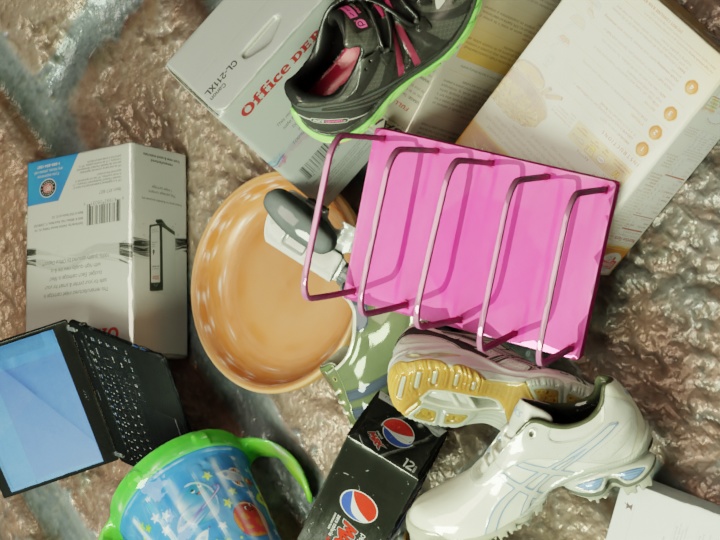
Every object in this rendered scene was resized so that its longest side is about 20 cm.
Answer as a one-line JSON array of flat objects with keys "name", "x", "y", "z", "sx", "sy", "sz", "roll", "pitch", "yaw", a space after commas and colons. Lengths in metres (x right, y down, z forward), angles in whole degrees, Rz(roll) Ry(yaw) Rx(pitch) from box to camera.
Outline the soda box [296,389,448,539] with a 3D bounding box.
[{"name": "soda box", "x": 0.001, "y": 0.194, "z": 1.402, "sx": 0.070, "sy": 0.063, "sz": 0.201, "roll": 31, "pitch": 133, "yaw": 7}]

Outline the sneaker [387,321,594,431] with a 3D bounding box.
[{"name": "sneaker", "x": 0.120, "y": 0.086, "z": 1.348, "sx": 0.088, "sy": 0.199, "sz": 0.076, "roll": -86, "pitch": 17, "yaw": -59}]

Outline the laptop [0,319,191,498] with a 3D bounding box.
[{"name": "laptop", "x": -0.256, "y": 0.146, "z": 1.581, "sx": 0.199, "sy": 0.103, "sz": 0.178, "roll": 18, "pitch": 137, "yaw": 36}]

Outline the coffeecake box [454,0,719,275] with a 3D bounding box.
[{"name": "coffeecake box", "x": 0.192, "y": -0.122, "z": 1.357, "sx": 0.154, "sy": 0.073, "sz": 0.200, "roll": 48, "pitch": 111, "yaw": 29}]

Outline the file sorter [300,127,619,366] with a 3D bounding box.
[{"name": "file sorter", "x": 0.072, "y": -0.019, "z": 1.288, "sx": 0.199, "sy": 0.125, "sz": 0.140, "roll": 14, "pitch": 99, "yaw": 19}]

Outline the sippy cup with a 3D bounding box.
[{"name": "sippy cup", "x": -0.132, "y": 0.232, "z": 1.505, "sx": 0.178, "sy": 0.139, "sz": 0.131, "roll": -50, "pitch": 55, "yaw": 18}]

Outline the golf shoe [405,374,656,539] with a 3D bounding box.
[{"name": "golf shoe", "x": 0.118, "y": 0.138, "z": 1.293, "sx": 0.199, "sy": 0.098, "sz": 0.078, "roll": -22, "pitch": 25, "yaw": 3}]

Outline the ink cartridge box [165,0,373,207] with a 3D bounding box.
[{"name": "ink cartridge box", "x": -0.048, "y": -0.162, "z": 1.443, "sx": 0.146, "sy": 0.200, "sz": 0.083, "roll": -47, "pitch": 58, "yaw": 1}]

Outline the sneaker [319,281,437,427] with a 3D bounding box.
[{"name": "sneaker", "x": 0.009, "y": 0.095, "z": 1.431, "sx": 0.089, "sy": 0.067, "sz": 0.202, "roll": 11, "pitch": 111, "yaw": 8}]

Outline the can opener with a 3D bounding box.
[{"name": "can opener", "x": 0.000, "y": 0.000, "z": 1.454, "sx": 0.199, "sy": 0.066, "sz": 0.053, "roll": 32, "pitch": 105, "yaw": 7}]

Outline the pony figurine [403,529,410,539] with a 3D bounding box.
[{"name": "pony figurine", "x": 0.059, "y": 0.292, "z": 1.357, "sx": 0.193, "sy": 0.166, "sz": 0.201, "roll": -17, "pitch": 54, "yaw": 60}]

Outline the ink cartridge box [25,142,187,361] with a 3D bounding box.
[{"name": "ink cartridge box", "x": -0.245, "y": -0.010, "z": 1.659, "sx": 0.145, "sy": 0.084, "sz": 0.202, "roll": -6, "pitch": 81, "yaw": 35}]

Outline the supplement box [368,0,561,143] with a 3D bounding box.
[{"name": "supplement box", "x": 0.086, "y": -0.192, "z": 1.413, "sx": 0.073, "sy": 0.126, "sz": 0.201, "roll": 36, "pitch": 104, "yaw": 33}]

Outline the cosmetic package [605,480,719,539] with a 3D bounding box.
[{"name": "cosmetic package", "x": 0.241, "y": 0.273, "z": 1.282, "sx": 0.150, "sy": 0.052, "sz": 0.201, "roll": 18, "pitch": 95, "yaw": 35}]

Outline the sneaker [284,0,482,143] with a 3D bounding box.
[{"name": "sneaker", "x": 0.020, "y": -0.184, "z": 1.321, "sx": 0.200, "sy": 0.084, "sz": 0.077, "roll": -50, "pitch": 55, "yaw": 4}]

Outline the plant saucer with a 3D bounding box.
[{"name": "plant saucer", "x": -0.068, "y": 0.011, "z": 1.556, "sx": 0.199, "sy": 0.037, "sz": 0.202, "roll": -6, "pitch": 79, "yaw": 35}]
